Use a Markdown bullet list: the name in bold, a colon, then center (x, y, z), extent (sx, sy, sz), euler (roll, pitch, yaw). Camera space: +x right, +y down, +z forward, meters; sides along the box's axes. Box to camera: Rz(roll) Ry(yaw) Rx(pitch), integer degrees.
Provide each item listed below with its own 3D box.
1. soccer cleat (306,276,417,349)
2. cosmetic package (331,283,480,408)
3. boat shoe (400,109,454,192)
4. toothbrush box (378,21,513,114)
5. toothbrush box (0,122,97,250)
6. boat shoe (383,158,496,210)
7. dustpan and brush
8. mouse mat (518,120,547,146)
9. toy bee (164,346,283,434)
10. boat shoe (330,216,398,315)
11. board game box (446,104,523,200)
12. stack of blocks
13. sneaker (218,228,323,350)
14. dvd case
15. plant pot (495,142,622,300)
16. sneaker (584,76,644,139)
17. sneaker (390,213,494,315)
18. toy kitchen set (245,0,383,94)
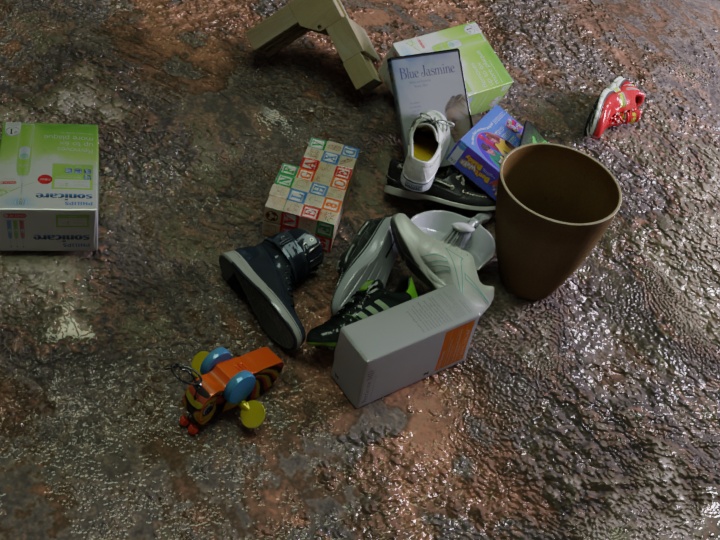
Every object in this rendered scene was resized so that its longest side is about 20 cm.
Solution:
- **soccer cleat**: center (0.001, 0.060, 1.563), extent (0.198, 0.082, 0.067), euler (-16, 7, -35)
- **cosmetic package**: center (0.063, 0.103, 1.529), extent (0.198, 0.102, 0.071), euler (-20, 53, -29)
- **boat shoe**: center (0.110, -0.221, 1.785), extent (0.074, 0.087, 0.203), euler (18, 43, 5)
- **toothbrush box**: center (0.157, -0.356, 2.008), extent (0.198, 0.086, 0.147), euler (-21, 72, -29)
- **toothbrush box**: center (-0.468, -0.128, 1.647), extent (0.143, 0.087, 0.202), euler (0, 46, -12)
- **boat shoe**: center (0.139, -0.142, 1.816), extent (0.197, 0.061, 0.074), euler (11, 12, 2)
- **dustpan and brush**: center (0.170, -0.065, 1.754), extent (0.139, 0.058, 0.200), euler (31, 16, 16)
- **mouse mat**: center (0.318, -0.151, 1.849), extent (0.161, 0.007, 0.201), euler (44, 36, -18)
- **toy bee**: center (-0.194, 0.156, 1.433), extent (0.198, 0.110, 0.131), euler (12, 28, -38)
- **boat shoe**: center (0.000, 0.000, 1.651), extent (0.070, 0.073, 0.201), euler (2, 45, 37)
- **board game box**: center (0.241, -0.197, 1.864), extent (0.134, 0.045, 0.200), euler (40, 35, 3)
- **stack of blocks**: center (-0.078, -0.130, 1.767), extent (0.114, 0.059, 0.201), euler (15, 44, 3)
- **sneaker**: center (-0.097, 0.019, 1.597), extent (0.145, 0.078, 0.203), euler (-21, 51, -27)
- **dvd case**: center (0.127, -0.277, 1.898), extent (0.141, 0.203, 0.017), euler (-13, 4, -24)
- **plant pot**: center (0.279, -0.059, 1.674), extent (0.183, 0.202, 0.188), euler (6, 44, -6)
- **sneaker**: center (0.487, -0.303, 2.067), extent (0.084, 0.078, 0.200), euler (31, 47, 12)
- **sneaker**: center (0.120, -0.011, 1.634), extent (0.080, 0.070, 0.201), euler (-38, 89, -9)
- **toy kitchen set**: center (-0.072, -0.396, 2.050), extent (0.202, 0.179, 0.163), euler (62, 14, 3)
